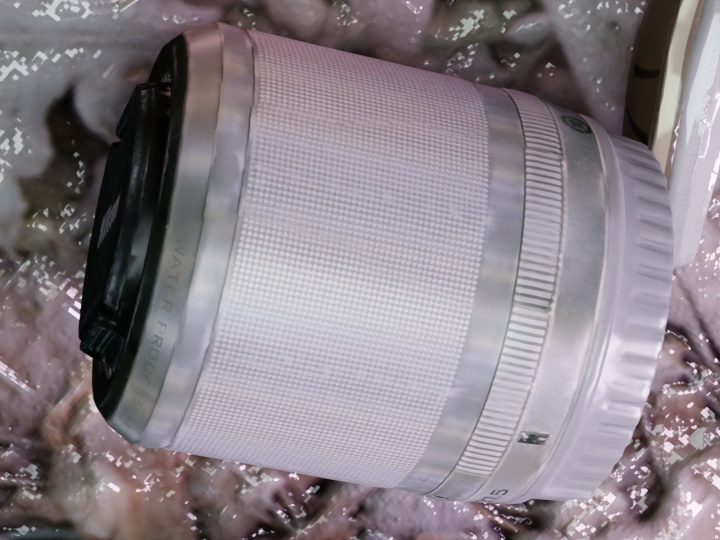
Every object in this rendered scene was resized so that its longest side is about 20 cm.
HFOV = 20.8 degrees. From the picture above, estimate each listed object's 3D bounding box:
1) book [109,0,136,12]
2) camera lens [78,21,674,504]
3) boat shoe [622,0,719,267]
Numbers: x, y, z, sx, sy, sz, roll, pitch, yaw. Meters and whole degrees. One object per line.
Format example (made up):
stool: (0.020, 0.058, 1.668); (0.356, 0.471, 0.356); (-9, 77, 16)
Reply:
book: (-0.041, -0.164, 0.660); (0.133, 0.200, 0.048); (-30, 113, 3)
camera lens: (0.000, 0.000, 0.752); (0.198, 0.160, 0.161); (11, 109, -13)
boat shoe: (0.149, -0.094, 0.786); (0.068, 0.075, 0.202); (6, 109, -6)
